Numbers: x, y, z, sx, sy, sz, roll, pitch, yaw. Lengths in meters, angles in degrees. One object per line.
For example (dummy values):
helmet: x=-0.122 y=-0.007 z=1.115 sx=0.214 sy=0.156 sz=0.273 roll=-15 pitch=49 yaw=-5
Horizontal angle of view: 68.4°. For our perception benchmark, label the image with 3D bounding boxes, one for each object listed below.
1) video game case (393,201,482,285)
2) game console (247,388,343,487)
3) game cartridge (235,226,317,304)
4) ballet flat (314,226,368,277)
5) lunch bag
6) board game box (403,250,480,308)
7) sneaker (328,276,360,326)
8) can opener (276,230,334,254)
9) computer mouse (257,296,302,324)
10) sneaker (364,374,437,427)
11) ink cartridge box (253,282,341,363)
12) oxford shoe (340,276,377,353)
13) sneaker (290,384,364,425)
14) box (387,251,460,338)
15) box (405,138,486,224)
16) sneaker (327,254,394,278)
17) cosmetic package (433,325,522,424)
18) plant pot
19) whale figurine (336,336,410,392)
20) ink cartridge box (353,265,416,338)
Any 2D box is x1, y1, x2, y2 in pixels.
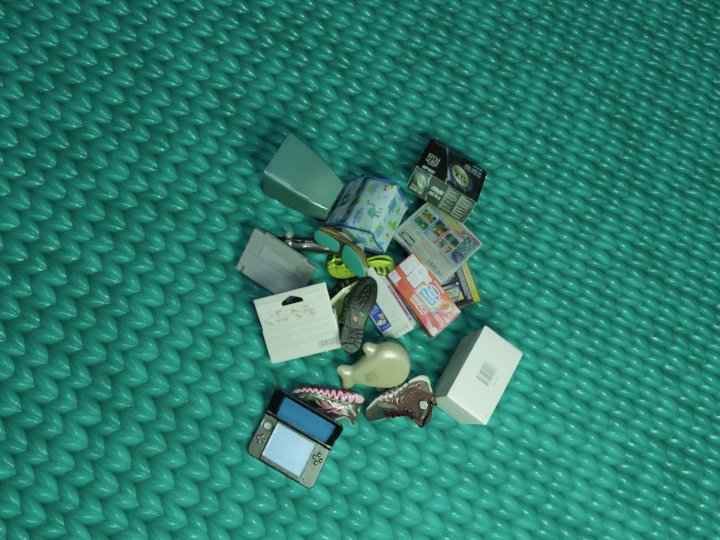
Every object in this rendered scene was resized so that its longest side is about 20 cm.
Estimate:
video game case: x=0.214 y=-0.086 z=1.481 sx=0.181 sy=0.024 sz=0.200 roll=-39 pitch=74 yaw=-20
game console: x=-0.164 y=0.418 z=1.311 sx=0.195 sy=0.119 sz=0.175 roll=28 pitch=74 yaw=0
game cartridge: x=-0.224 y=-0.011 z=1.422 sx=0.196 sy=0.038 sz=0.132 roll=32 pitch=100 yaw=1
ballet flat: x=-0.037 y=-0.060 z=1.417 sx=0.197 sy=0.070 sz=0.071 roll=35 pitch=41 yaw=25
lunch bag: x=0.009 y=-0.165 z=1.470 sx=0.195 sy=0.128 sz=0.174 roll=19 pitch=69 yaw=36
board game box: x=0.230 y=0.017 z=1.498 sx=0.159 sy=0.057 sz=0.207 roll=-15 pitch=79 yaw=-14
sneaker: x=-0.060 y=0.104 z=1.418 sx=0.088 sy=0.077 sz=0.200 roll=40 pitch=101 yaw=-17
can opener: x=-0.145 y=-0.069 z=1.471 sx=0.191 sy=0.081 sz=0.064 roll=-3 pitch=37 yaw=-12
computer mouse: x=-0.185 y=0.100 z=1.401 sx=0.194 sy=0.034 sz=0.060 roll=-24 pitch=98 yaw=7
sneaker: x=0.109 y=0.361 z=1.355 sx=0.195 sy=0.076 sz=0.117 roll=-30 pitch=53 yaw=1
ink cartridge box: x=-0.157 y=0.130 z=1.357 sx=0.192 sy=0.045 sz=0.183 roll=-13 pitch=106 yaw=4
oxford shoe: x=-0.008 y=0.114 z=1.371 sx=0.070 sy=0.085 sz=0.206 roll=20 pitch=74 yaw=3
sneaker: x=-0.089 y=0.351 z=1.368 sx=0.191 sy=0.079 sz=0.100 roll=10 pitch=86 yaw=-4
box: x=0.164 y=0.067 z=1.400 sx=0.099 sy=0.096 sz=0.202 roll=-37 pitch=79 yaw=-4
box: x=0.248 y=-0.259 z=1.520 sx=0.196 sy=0.087 sz=0.166 roll=31 pitch=47 yaw=0
sneaker: x=0.000 y=0.000 z=1.460 sx=0.191 sy=0.084 sz=0.077 roll=4 pitch=68 yaw=13
cosmetic package: x=0.290 y=0.275 z=1.369 sx=0.121 sy=0.201 sz=0.202 roll=33 pitch=73 yaw=5
plant pot: x=-0.152 y=-0.241 z=1.466 sx=0.196 sy=0.141 sz=0.144 roll=33 pitch=74 yaw=-2
whale figurine: x=0.035 y=0.246 z=1.399 sx=0.193 sy=0.105 sz=0.164 roll=-17 pitch=117 yaw=8
ink cartridge box: x=0.058 y=0.088 z=1.423 sx=0.203 sy=0.093 sz=0.037 roll=55 pitch=33 yaw=-4
